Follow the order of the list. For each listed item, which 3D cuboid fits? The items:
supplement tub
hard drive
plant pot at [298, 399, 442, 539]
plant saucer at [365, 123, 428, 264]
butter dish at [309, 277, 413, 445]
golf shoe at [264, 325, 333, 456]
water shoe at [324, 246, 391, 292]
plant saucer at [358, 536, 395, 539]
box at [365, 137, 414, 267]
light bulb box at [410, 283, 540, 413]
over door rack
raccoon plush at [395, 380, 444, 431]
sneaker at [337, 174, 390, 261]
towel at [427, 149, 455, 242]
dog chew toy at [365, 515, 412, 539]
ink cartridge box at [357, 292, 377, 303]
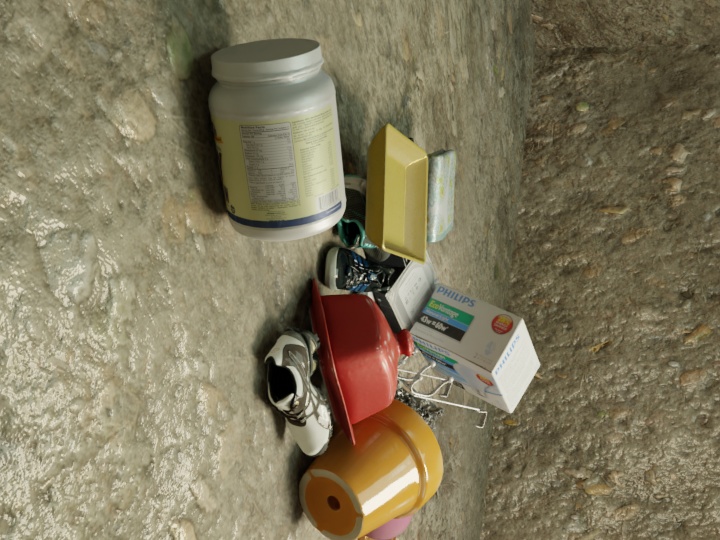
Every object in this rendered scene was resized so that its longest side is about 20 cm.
[{"bbox_3d":[-0.095,-0.151,0.904,0.145,0.143,0.202,-55,145,-57],"label":"supplement tub"},{"bbox_3d":[0.103,0.056,1.551,0.140,0.038,0.201,-53,141,-25],"label":"hard drive"},{"bbox_3d":[0.004,0.331,1.266,0.183,0.198,0.203,-28,122,-51],"label":"plant pot"},{"bbox_3d":[0.058,-0.120,1.315,0.200,0.048,0.203,16,75,-64],"label":"plant saucer"},{"bbox_3d":[0.010,0.126,1.212,0.201,0.146,0.201,-105,-178,-50],"label":"butter dish"},{"bbox_3d":[-0.096,0.182,1.102,0.094,0.077,0.202,-36,122,-53],"label":"golf shoe"},{"bbox_3d":[0.000,0.000,1.329,0.200,0.078,0.073,8,86,-72],"label":"water shoe"},{"bbox_3d":[0.043,0.531,1.637,0.200,0.037,0.203,3,90,-72],"label":"plant saucer"},{"bbox_3d":[0.059,-0.128,1.487,0.142,0.078,0.202,67,31,-48],"label":"box"},{"bbox_3d":[0.228,0.155,1.561,0.125,0.197,0.200,-56,145,-16],"label":"light bulb box"},{"bbox_3d":[0.143,0.212,1.517,0.199,0.148,0.067,30,94,-31],"label":"over door rack"},{"bbox_3d":[0.070,0.303,1.499,0.201,0.133,0.097,-57,173,-31],"label":"raccoon plush"},{"bbox_3d":[-0.004,-0.067,1.330,0.201,0.077,0.092,57,43,-47],"label":"sneaker"},{"bbox_3d":[0.158,-0.156,1.610,0.200,0.048,0.173,-41,133,-71],"label":"towel"},{"bbox_3d":[0.047,0.390,1.441,0.125,0.123,0.202,-48,154,-62],"label":"dog chew toy"},{"bbox_3d":[0.006,0.106,1.461,0.201,0.049,0.163,-93,172,-49],"label":"ink cartridge box"}]
